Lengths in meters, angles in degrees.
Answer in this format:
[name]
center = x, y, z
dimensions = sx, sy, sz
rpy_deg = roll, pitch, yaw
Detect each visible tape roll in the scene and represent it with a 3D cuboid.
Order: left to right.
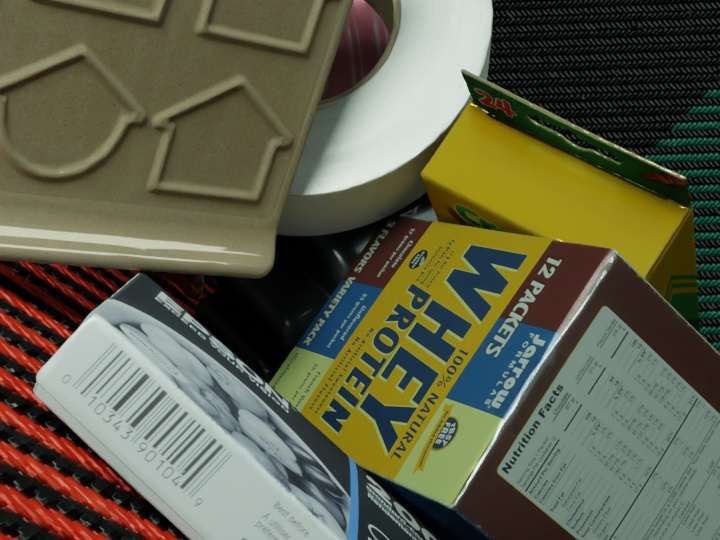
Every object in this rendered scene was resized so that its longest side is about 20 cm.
[tape roll]
center = -0.032, -0.121, 0.808
dimensions = 0.202, 0.202, 0.071
rpy_deg = 44, -9, 12

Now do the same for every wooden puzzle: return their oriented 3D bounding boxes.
[wooden puzzle]
center = -0.089, -0.101, 0.655
dimensions = 0.185, 0.200, 0.046
rpy_deg = 4, 16, -45

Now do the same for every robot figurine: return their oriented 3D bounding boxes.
[robot figurine]
center = 0.002, 0.000, 0.902
dimensions = 0.150, 0.200, 0.125
rpy_deg = -7, -76, 48

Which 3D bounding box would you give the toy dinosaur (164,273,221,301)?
[toy dinosaur]
center = -0.107, -0.019, 1.005
dimensions = 0.200, 0.105, 0.181
rpy_deg = 7, -3, 28

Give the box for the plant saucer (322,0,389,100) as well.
[plant saucer]
center = -0.037, -0.161, 1.067
dimensions = 0.201, 0.051, 0.201
rpy_deg = 45, -36, 49

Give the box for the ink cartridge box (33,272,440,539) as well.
[ink cartridge box]
center = -0.036, 0.084, 0.639
dimensions = 0.198, 0.043, 0.200
rpy_deg = 43, 3, -5

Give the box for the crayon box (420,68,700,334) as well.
[crayon box]
center = 0.105, -0.012, 0.783
dimensions = 0.127, 0.051, 0.200
rpy_deg = 29, -15, 24

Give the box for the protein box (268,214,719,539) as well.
[protein box]
center = 0.091, 0.091, 0.767
dimensions = 0.200, 0.135, 0.198
rpy_deg = 42, -14, -27
